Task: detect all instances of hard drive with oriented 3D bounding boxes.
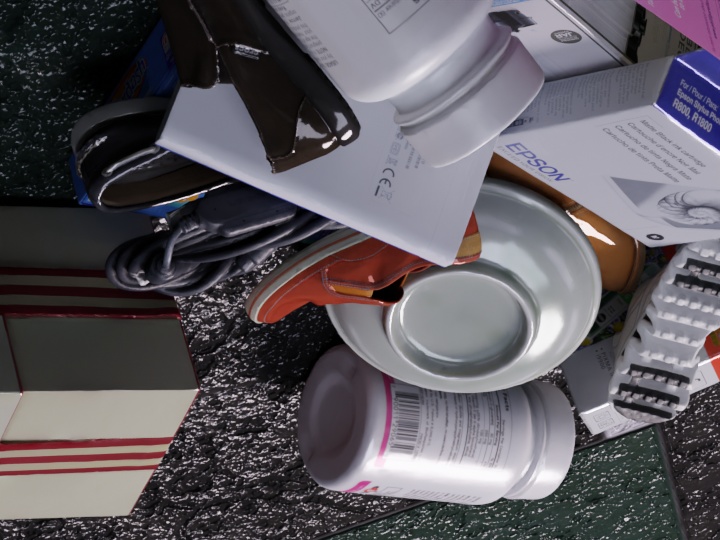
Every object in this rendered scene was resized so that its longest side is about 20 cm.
[{"bbox_3d":[-0.013,-0.101,1.533,0.199,0.132,0.025,23,168,-13],"label":"hard drive"}]

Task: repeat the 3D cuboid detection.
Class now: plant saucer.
[{"bbox_3d":[0.071,0.024,1.737,0.199,0.050,0.201,2,131,3],"label":"plant saucer"}]

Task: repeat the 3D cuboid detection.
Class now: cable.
[{"bbox_3d":[-0.064,-0.023,1.606,0.199,0.051,0.163,-19,171,-26],"label":"cable"}]

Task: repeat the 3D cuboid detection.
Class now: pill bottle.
[{"bbox_3d":[0.061,0.124,1.923,0.199,0.114,0.113,10,136,-32],"label":"pill bottle"},{"bbox_3d":[0.014,-0.164,1.448,0.114,0.114,0.200,-34,106,22],"label":"pill bottle"}]

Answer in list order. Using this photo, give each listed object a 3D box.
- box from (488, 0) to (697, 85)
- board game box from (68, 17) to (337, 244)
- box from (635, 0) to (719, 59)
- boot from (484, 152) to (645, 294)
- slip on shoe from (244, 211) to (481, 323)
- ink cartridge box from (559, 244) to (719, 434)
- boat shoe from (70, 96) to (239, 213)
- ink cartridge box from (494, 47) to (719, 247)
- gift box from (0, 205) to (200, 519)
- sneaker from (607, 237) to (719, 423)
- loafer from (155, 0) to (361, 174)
[{"bbox_3d":[0.119,-0.160,1.580,0.116,0.060,0.200,-5,156,35],"label":"box"},{"bbox_3d":[-0.072,-0.091,1.640,0.199,0.045,0.152,11,135,-33],"label":"board game box"},{"bbox_3d":[0.220,-0.230,1.402,0.176,0.200,0.097,-42,145,-11],"label":"box"},{"bbox_3d":[0.121,-0.041,1.775,0.154,0.074,0.200,-15,138,1],"label":"boot"},{"bbox_3d":[0.000,0.000,1.671,0.200,0.061,0.074,-25,180,34],"label":"slip on shoe"},{"bbox_3d":[0.245,0.034,1.884,0.199,0.109,0.050,-24,150,8],"label":"ink cartridge box"},{"bbox_3d":[-0.082,-0.083,1.557,0.199,0.060,0.074,-11,141,-11],"label":"boat shoe"},{"bbox_3d":[0.215,-0.077,1.612,0.200,0.041,0.199,-11,151,43],"label":"ink cartridge box"},{"bbox_3d":[-0.238,0.078,1.678,0.186,0.185,0.200,2,136,-28],"label":"gift box"},{"bbox_3d":[0.234,0.016,1.779,0.075,0.081,0.200,20,125,-16],"label":"sneaker"},{"bbox_3d":[-0.085,-0.138,1.463,0.071,0.200,0.073,-40,-178,2],"label":"loafer"}]
